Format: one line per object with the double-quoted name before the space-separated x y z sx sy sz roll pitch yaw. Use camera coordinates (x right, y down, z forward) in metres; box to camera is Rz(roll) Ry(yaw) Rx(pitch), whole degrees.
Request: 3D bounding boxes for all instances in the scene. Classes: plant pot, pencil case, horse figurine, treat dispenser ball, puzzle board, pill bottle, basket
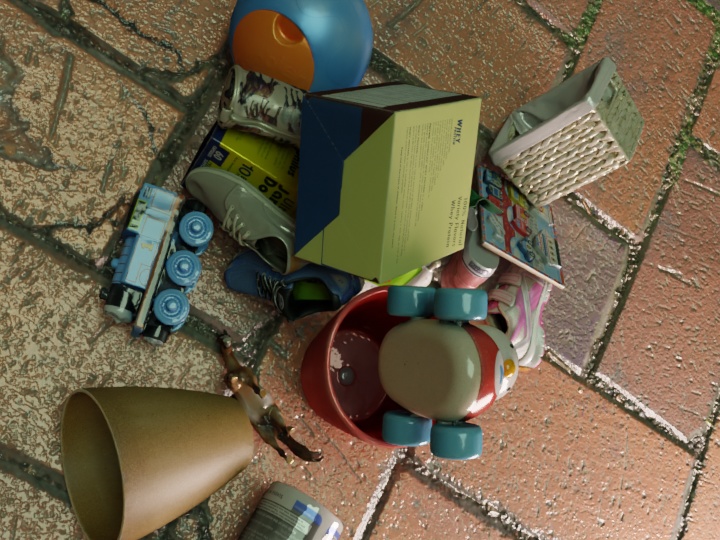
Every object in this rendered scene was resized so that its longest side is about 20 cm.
"plant pot" -0.236 0.218 1.120 0.198 0.185 0.190 -9 83 -39
"plant pot" 0.012 0.134 1.228 0.197 0.177 0.205 5 78 -23
"pencil case" -0.091 -0.194 1.178 0.197 0.078 0.090 15 39 -29
"horse figurine" -0.129 0.177 1.202 0.050 0.132 0.201 -38 106 -12
"treat dispenser ball" -0.081 -0.317 1.262 0.197 0.200 0.205 5 78 -22
"puzzle board" 0.242 -0.073 1.396 0.149 0.017 0.202 27 37 -17
"pill bottle" -0.116 0.381 1.160 0.113 0.114 0.202 38 68 -12
"basket" 0.317 -0.204 1.405 0.124 0.199 0.136 49 46 -15

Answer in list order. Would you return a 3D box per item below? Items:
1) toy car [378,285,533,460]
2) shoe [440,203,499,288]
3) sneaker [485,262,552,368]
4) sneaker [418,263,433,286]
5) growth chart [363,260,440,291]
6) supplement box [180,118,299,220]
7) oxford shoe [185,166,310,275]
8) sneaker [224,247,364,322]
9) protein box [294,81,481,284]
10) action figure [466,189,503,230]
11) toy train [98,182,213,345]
"toy car" 0.139 0.115 1.108 0.197 0.176 0.188 2 90 -35
"shoe" 0.172 -0.037 1.392 0.071 0.091 0.201 32 39 -7
"sneaker" 0.233 0.044 1.394 0.087 0.081 0.204 12 75 -22
"sneaker" 0.056 -0.073 1.346 0.082 0.081 0.204 -6 77 -8
"growth chart" 0.000 0.000 1.277 0.197 0.145 0.018 12 51 -22
"supplement box" -0.121 -0.126 1.241 0.198 0.109 0.111 31 46 -15
"oxford shoe" -0.146 -0.063 1.168 0.199 0.076 0.058 35 53 9
"sneaker" -0.098 0.015 1.205 0.089 0.197 0.080 -50 137 -50
"protein box" 0.034 -0.116 1.130 0.199 0.133 0.202 -21 122 -51
"action figure" 0.138 -0.098 1.330 0.116 0.200 0.056 14 103 1
"toy train" -0.263 -0.008 1.192 0.112 0.087 0.203 18 73 -11
